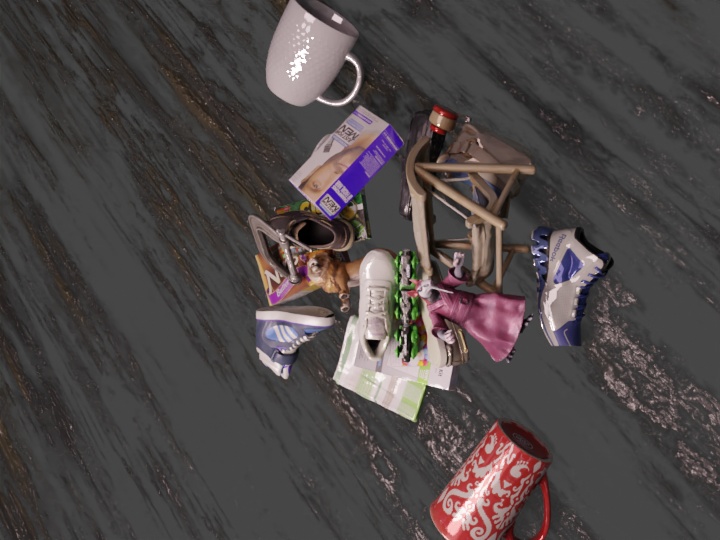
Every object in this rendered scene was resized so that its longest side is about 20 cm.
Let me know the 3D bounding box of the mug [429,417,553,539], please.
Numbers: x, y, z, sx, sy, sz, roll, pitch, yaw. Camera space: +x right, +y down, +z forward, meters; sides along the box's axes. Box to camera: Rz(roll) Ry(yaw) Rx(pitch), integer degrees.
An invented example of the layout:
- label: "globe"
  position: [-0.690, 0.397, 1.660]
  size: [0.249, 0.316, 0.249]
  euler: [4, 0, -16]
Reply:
- label: "mug"
  position: [0.240, 0.366, 1.130]
  size: [0.201, 0.176, 0.134]
  euler: [-61, 25, 15]

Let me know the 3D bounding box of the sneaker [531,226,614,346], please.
- label: "sneaker"
  position: [0.341, 0.019, 1.055]
  size: [0.114, 0.080, 0.202]
  euler: [-11, 83, 36]

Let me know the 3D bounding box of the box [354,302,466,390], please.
- label: "box"
  position: [0.093, 0.122, 1.233]
  size: [0.198, 0.041, 0.158]
  euler: [10, 88, 30]

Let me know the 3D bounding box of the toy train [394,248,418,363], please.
- label: "toy train"
  position: [0.083, 0.060, 1.165]
  size: [0.041, 0.056, 0.202]
  euler: [3, 102, 17]

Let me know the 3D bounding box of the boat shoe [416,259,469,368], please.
- label: "boat shoe"
  position: [0.140, 0.069, 1.157]
  size: [0.072, 0.060, 0.204]
  euler: [107, 157, -60]

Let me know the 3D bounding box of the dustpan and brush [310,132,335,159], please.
- label: "dustpan and brush"
  position: [-0.075, -0.162, 1.347]
  size: [0.139, 0.057, 0.201]
  euler: [42, 114, 26]

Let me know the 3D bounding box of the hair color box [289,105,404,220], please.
- label: "hair color box"
  position: [-0.027, -0.203, 1.252]
  size: [0.200, 0.065, 0.109]
  euler: [-47, 45, 1]

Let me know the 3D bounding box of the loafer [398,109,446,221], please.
- label: "loafer"
  position: [0.103, -0.192, 1.224]
  size: [0.070, 0.068, 0.203]
  euler: [17, 96, 41]

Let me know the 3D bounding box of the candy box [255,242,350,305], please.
- label: "candy box"
  position: [-0.119, -0.016, 1.384]
  size: [0.199, 0.056, 0.118]
  euler: [-25, 78, 30]

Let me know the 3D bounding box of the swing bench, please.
- label: "swing bench"
  position: [0.163, -0.080, 1.076]
  size: [0.198, 0.200, 0.130]
  euler: [19, 59, 24]

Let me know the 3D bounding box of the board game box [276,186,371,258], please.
- label: "board game box"
  position: [-0.075, -0.094, 1.310]
  size: [0.198, 0.023, 0.106]
  euler: [-12, 81, 28]

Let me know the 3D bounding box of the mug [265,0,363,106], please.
- label: "mug"
  position: [-0.086, -0.407, 1.313]
  size: [0.199, 0.148, 0.176]
  euler: [33, 118, -3]

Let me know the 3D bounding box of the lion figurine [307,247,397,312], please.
- label: "lion figurine"
  position: [0.000, 0.000, 1.259]
  size: [0.198, 0.073, 0.123]
  euler: [-14, 48, -1]

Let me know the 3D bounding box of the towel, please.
- label: "towel"
  position: [0.043, 0.187, 1.295]
  size: [0.199, 0.031, 0.151]
  euler: [22, 104, 32]

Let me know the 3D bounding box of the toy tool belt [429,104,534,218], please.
- label: "toy tool belt"
  position: [0.185, -0.180, 1.127]
  size: [0.199, 0.125, 0.124]
  euler: [31, 113, 11]

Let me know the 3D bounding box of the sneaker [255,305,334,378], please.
- label: "sneaker"
  position: [-0.134, 0.153, 1.394]
  size: [0.198, 0.080, 0.148]
  euler: [1, 100, 31]

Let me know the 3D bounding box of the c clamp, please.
- label: "c clamp"
  position: [-0.154, -0.032, 1.289]
  size: [0.170, 0.201, 0.027]
  euler: [37, 67, 18]

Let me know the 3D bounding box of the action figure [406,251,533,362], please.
- label: "action figure"
  position: [0.169, 0.055, 1.067]
  size: [0.198, 0.149, 0.135]
  euler: [24, 88, 10]

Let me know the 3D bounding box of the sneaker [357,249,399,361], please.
- label: "sneaker"
  position: [0.035, 0.064, 1.165]
  size: [0.074, 0.100, 0.202]
  euler: [1, 114, -3]

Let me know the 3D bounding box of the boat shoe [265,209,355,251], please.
- label: "boat shoe"
  position: [-0.107, -0.079, 1.273]
  size: [0.198, 0.073, 0.075]
  euler: [5, 92, 29]
